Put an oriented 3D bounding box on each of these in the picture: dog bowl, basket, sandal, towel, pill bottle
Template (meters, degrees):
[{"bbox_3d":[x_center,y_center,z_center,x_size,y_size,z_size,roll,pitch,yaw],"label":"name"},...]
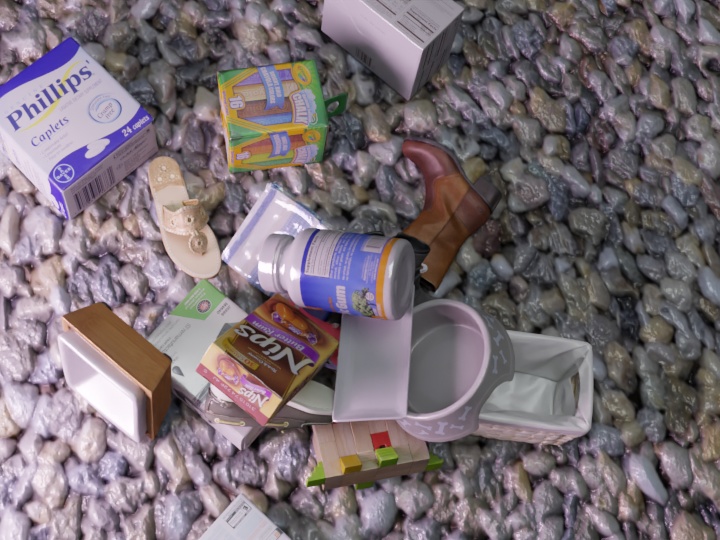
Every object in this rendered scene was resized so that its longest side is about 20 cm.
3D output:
[{"bbox_3d":[0.108,0.129,1.376,0.199,0.059,0.201,-17,55,26],"label":"dog bowl"},{"bbox_3d":[0.223,0.171,1.460,0.199,0.123,0.136,9,67,-4],"label":"basket"},{"bbox_3d":[-0.274,-0.089,1.529,0.077,0.070,0.213,-21,73,-14],"label":"sandal"},{"bbox_3d":[-0.100,-0.021,1.511,0.200,0.024,0.147,37,95,14],"label":"towel"},{"bbox_3d":[-0.034,0.001,1.376,0.199,0.112,0.113,7,66,19],"label":"pill bottle"}]

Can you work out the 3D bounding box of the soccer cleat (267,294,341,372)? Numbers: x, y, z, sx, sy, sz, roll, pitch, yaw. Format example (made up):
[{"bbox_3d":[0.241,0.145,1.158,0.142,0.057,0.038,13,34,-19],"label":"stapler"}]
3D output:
[{"bbox_3d":[-0.062,0.110,1.469,0.199,0.077,0.067,31,49,5],"label":"soccer cleat"}]

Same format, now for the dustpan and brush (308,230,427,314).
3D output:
[{"bbox_3d":[0.000,0.000,1.532,0.199,0.057,0.140,3,69,-6],"label":"dustpan and brush"}]

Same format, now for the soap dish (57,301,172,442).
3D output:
[{"bbox_3d":[-0.327,0.139,1.366,0.157,0.200,0.081,38,63,9],"label":"soap dish"}]

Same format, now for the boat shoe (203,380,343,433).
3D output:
[{"bbox_3d":[-0.114,0.183,1.361,0.201,0.061,0.072,11,25,-27],"label":"boat shoe"}]

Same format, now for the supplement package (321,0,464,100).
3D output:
[{"bbox_3d":[0.048,-0.410,1.647,0.200,0.156,0.111,41,70,9],"label":"supplement package"}]

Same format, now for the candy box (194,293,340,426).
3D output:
[{"bbox_3d":[-0.118,0.113,1.337,0.116,0.057,0.200,38,28,5],"label":"candy box"}]

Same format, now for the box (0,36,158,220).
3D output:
[{"bbox_3d":[-0.444,-0.218,1.540,0.200,0.105,0.184,43,69,11],"label":"box"}]

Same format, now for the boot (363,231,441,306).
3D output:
[{"bbox_3d":[0.077,0.017,1.474,0.199,0.132,0.070,8,30,-28],"label":"boot"}]

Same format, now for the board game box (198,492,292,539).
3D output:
[{"bbox_3d":[-0.136,0.423,1.350,0.200,0.064,0.148,41,71,11],"label":"board game box"}]

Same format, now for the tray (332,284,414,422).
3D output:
[{"bbox_3d":[0.022,0.114,1.383,0.107,0.022,0.201,-6,60,21],"label":"tray"}]

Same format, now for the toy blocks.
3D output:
[{"bbox_3d":[0.007,0.227,1.437,0.199,0.100,0.137,-8,59,-12],"label":"toy blocks"}]

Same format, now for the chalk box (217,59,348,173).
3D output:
[{"bbox_3d":[-0.116,-0.241,1.579,0.199,0.125,0.125,-8,69,-9],"label":"chalk box"}]

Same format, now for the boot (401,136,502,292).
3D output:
[{"bbox_3d":[0.096,-0.093,1.594,0.188,0.068,0.200,39,76,1],"label":"boot"}]

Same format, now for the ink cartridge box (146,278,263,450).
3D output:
[{"bbox_3d":[-0.196,0.135,1.443,0.200,0.084,0.146,38,69,8],"label":"ink cartridge box"}]
